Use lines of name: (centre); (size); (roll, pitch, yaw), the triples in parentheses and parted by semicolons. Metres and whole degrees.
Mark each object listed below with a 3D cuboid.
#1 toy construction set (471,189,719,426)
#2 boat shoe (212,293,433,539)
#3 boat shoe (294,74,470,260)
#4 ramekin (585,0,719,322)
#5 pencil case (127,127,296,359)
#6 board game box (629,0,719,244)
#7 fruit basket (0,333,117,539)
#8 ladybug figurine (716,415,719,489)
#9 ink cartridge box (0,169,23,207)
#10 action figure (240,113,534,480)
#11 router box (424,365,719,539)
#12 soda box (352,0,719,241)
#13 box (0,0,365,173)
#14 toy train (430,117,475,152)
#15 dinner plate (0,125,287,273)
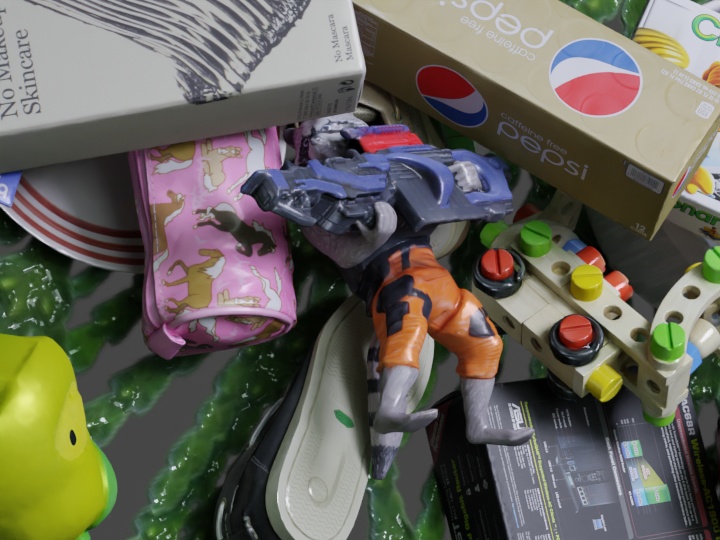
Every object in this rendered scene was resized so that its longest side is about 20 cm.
toy construction set: (0.139, 0.011, 1.190); (0.131, 0.200, 0.092); (-34, 132, -22)
boat shoe: (-0.020, 0.077, 1.147); (0.072, 0.068, 0.200); (46, 44, -16)
boat shoe: (-0.006, -0.095, 1.202); (0.065, 0.072, 0.200); (-14, 78, -57)
ramekin: (0.230, -0.058, 1.310); (0.200, 0.105, 0.201); (9, 69, -25)
pencil case: (-0.085, -0.054, 1.123); (0.086, 0.083, 0.201); (-11, 77, 6)
board game box: (0.232, -0.067, 1.202); (0.200, 0.035, 0.126); (24, 61, 3)
fruit basket: (-0.188, 0.038, 0.940); (0.215, 0.156, 0.216); (20, 25, -10)
ladybug figurine: (0.243, 0.116, 1.222); (0.072, 0.200, 0.136); (-6, 74, 7)
ink cartridge box: (-0.211, -0.135, 1.106); (0.119, 0.042, 0.200); (23, 61, -21)
action figure: (0.000, 0.000, 1.095); (0.200, 0.105, 0.194); (3, 60, -46)
router box: (0.132, 0.157, 1.203); (0.150, 0.062, 0.201); (-5, 75, -29)
soda box: (0.091, -0.103, 1.144); (0.200, 0.064, 0.068); (31, 63, 11)
box: (-0.102, -0.107, 1.048); (0.199, 0.068, 0.082); (-12, 79, -7)
toy train: (0.039, -0.120, 1.255); (0.042, 0.056, 0.201); (-3, 74, -30)
dinner plate: (-0.133, -0.092, 1.170); (0.200, 0.024, 0.201); (10, 68, -25)
